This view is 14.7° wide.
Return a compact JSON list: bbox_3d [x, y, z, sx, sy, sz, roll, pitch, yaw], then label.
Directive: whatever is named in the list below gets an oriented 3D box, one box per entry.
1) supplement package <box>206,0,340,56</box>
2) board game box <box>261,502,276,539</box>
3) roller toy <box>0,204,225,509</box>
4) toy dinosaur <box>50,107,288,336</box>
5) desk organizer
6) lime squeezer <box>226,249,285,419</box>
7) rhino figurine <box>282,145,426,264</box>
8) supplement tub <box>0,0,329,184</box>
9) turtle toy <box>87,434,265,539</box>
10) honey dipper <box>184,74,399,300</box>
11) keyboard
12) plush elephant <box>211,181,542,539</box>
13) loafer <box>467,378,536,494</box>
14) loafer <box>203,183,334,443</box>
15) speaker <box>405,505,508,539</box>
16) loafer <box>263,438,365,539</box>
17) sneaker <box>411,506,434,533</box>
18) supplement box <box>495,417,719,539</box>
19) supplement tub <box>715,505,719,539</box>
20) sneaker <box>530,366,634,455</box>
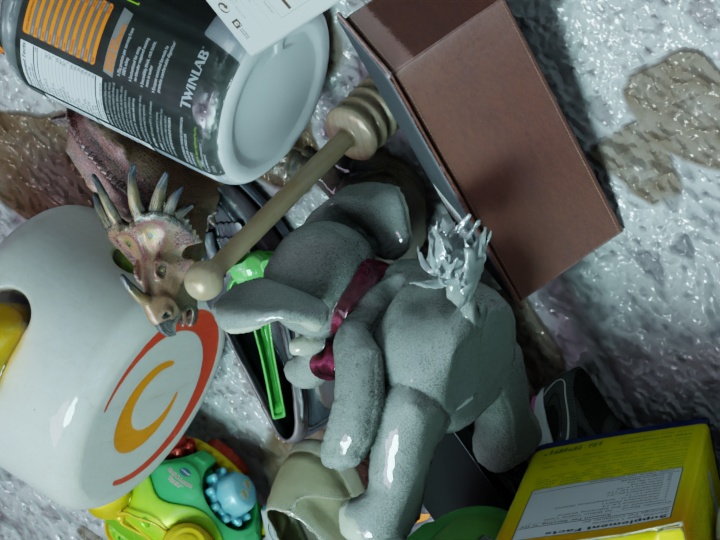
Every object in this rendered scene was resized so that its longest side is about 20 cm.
[{"bbox_3d":[-0.009,-0.221,1.473,0.120,0.121,0.200,52,143,-9],"label":"supplement package"},{"bbox_3d":[0.030,0.242,1.956,0.199,0.047,0.151,21,138,30],"label":"board game box"},{"bbox_3d":[-0.195,0.056,1.874,0.139,0.200,0.183,30,148,20],"label":"roller toy"},{"bbox_3d":[-0.140,-0.059,1.724,0.200,0.135,0.086,41,123,26],"label":"toy dinosaur"},{"bbox_3d":[0.070,-0.080,1.571,0.072,0.077,0.200,53,176,48],"label":"desk organizer"},{"bbox_3d":[-0.067,0.018,1.746,0.038,0.071,0.200,1,151,0],"label":"lime squeezer"},{"bbox_3d":[0.000,0.000,1.733,0.087,0.060,0.200,13,138,12],"label":"rhino figurine"},{"bbox_3d":[-0.129,-0.142,1.670,0.200,0.123,0.123,27,141,24],"label":"supplement tub"},{"bbox_3d":[-0.141,0.155,1.992,0.200,0.101,0.146,36,167,16],"label":"turtle toy"},{"bbox_3d":[-0.037,-0.048,1.604,0.038,0.200,0.038,25,139,24],"label":"honey dipper"},{"bbox_3d":[0.097,0.156,1.728,0.200,0.040,0.104,55,143,-8],"label":"keyboard"},{"bbox_3d":[0.002,0.036,1.597,0.155,0.165,0.201,24,130,32],"label":"plush elephant"},{"bbox_3d":[0.087,0.079,1.734,0.072,0.063,0.200,-4,128,39],"label":"loafer"},{"bbox_3d":[-0.068,0.023,1.822,0.072,0.063,0.200,-6,121,47],"label":"loafer"},{"bbox_3d":[0.056,0.188,1.594,0.088,0.200,0.089,1,95,13],"label":"speaker"},{"bbox_3d":[-0.013,0.210,1.870,0.076,0.068,0.201,-4,117,50],"label":"loafer"},{"bbox_3d":[0.085,0.211,1.821,0.112,0.078,0.200,-45,78,29],"label":"sneaker"},{"bbox_3d":[0.148,0.169,1.572,0.108,0.200,0.110,-10,101,14],"label":"supplement box"},{"bbox_3d":[0.286,0.203,1.584,0.140,0.140,0.201,12,133,37],"label":"supplement tub"},{"bbox_3d":[0.182,0.139,1.700,0.086,0.080,0.200,-26,103,27],"label":"sneaker"}]
